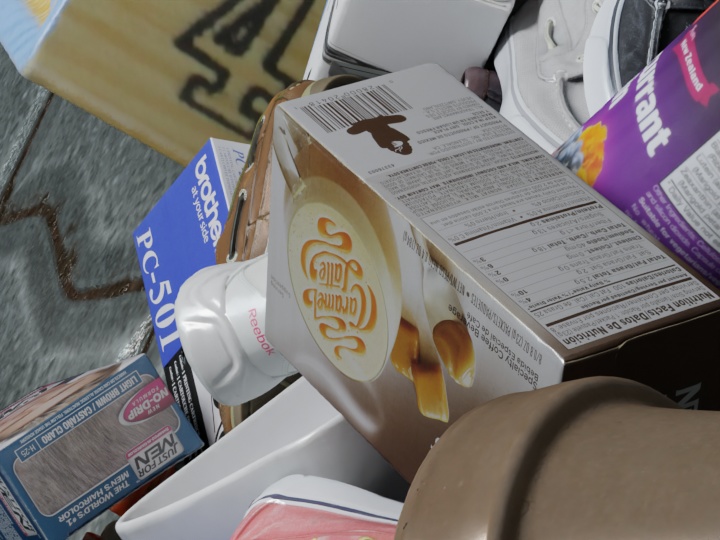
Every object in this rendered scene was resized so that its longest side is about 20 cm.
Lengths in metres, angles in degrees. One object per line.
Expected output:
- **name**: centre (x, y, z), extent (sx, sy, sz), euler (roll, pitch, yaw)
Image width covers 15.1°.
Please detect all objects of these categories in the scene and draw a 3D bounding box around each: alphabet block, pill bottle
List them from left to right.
- **alphabet block**: centre (-0.086, -0.172, 1.634), extent (0.197, 0.200, 0.195), euler (-57, 22, 8)
- **pill bottle**: centre (0.162, -0.052, 1.050), extent (0.200, 0.111, 0.112), euler (-43, 27, 36)

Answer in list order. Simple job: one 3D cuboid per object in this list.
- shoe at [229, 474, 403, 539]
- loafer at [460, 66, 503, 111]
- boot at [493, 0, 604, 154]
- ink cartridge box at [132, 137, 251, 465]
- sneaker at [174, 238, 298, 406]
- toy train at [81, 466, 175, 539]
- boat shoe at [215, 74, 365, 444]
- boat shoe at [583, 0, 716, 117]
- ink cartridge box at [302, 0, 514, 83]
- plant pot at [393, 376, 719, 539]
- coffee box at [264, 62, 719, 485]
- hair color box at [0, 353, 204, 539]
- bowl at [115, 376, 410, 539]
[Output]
- **shoe**: centre (0.028, 0.138, 1.035), extent (0.200, 0.072, 0.091), euler (9, 37, 26)
- **loafer**: centre (0.025, -0.027, 1.387), extent (0.200, 0.063, 0.072), euler (-49, 24, 27)
- **boot**: centre (0.112, -0.105, 1.272), extent (0.096, 0.073, 0.200), euler (-62, 18, 22)
- **ink cartridge box**: centre (-0.064, 0.039, 1.428), extent (0.094, 0.044, 0.200), euler (-47, 46, 41)
- **sneaker**: centre (0.000, 0.000, 1.256), extent (0.099, 0.078, 0.200), euler (-17, 16, 30)
- **toy train**: centre (-0.111, 0.116, 1.522), extent (0.200, 0.056, 0.151), euler (-26, 40, 56)
- **boat shoe**: centre (-0.036, 0.001, 1.357), extent (0.068, 0.072, 0.200), euler (-6, 63, 50)
- **boat shoe**: centre (0.158, -0.124, 1.218), extent (0.068, 0.072, 0.200), euler (-36, 25, 50)
- **ink cartridge box**: centre (0.030, -0.147, 1.420), extent (0.200, 0.084, 0.145), euler (116, 171, -57)
- **plant pot**: centre (0.132, 0.121, 0.836), extent (0.174, 0.200, 0.201), euler (-16, 46, 36)
- **coffee box**: centre (0.047, 0.020, 1.030), extent (0.200, 0.080, 0.115), euler (44, 140, 44)
- **hair color box**: centre (-0.168, 0.102, 1.451), extent (0.100, 0.061, 0.200), euler (-34, 7, -23)
- **bowl**: centre (0.006, 0.078, 1.209), extent (0.200, 0.075, 0.200), euler (-36, 6, -36)
